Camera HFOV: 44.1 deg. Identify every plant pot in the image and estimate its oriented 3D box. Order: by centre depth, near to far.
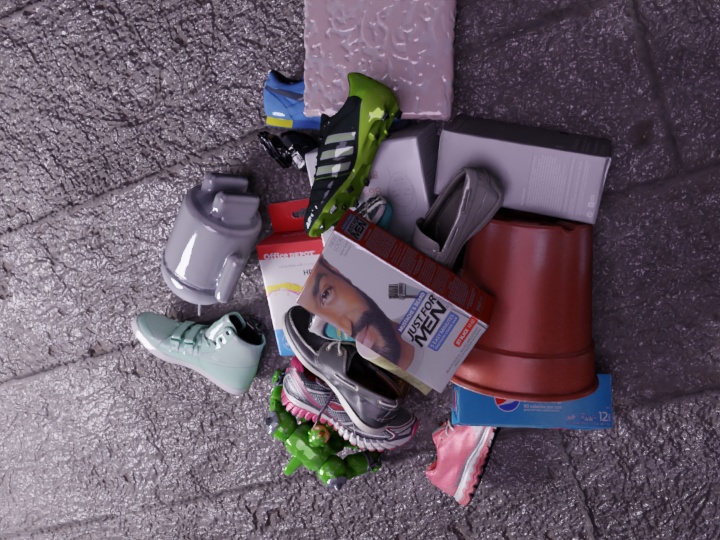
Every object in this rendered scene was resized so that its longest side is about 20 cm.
[{"bbox_3d":[0.199,0.030,1.078,0.196,0.201,0.200,6,103,16],"label":"plant pot"}]

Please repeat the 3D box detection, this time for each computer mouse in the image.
[{"bbox_3d":[-0.082,-0.154,1.098,0.034,0.200,0.059,-31,89,11],"label":"computer mouse"}]

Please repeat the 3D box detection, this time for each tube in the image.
[{"bbox_3d":[0.064,0.114,1.152,0.057,0.199,0.053,-8,67,32],"label":"tube"}]

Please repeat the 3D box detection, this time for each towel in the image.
[{"bbox_3d":[0.023,-0.284,1.072,0.187,0.032,0.205,2,93,13],"label":"towel"}]

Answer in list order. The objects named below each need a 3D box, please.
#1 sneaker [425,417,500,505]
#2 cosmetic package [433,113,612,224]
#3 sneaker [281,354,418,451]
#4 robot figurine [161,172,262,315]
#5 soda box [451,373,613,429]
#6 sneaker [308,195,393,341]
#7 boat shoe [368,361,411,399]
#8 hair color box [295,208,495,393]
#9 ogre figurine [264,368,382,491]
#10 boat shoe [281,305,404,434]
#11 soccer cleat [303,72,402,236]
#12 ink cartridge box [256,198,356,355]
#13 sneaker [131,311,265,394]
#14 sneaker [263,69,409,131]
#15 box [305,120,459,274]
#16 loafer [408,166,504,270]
[{"bbox_3d":[0.142,0.227,1.222,0.085,0.074,0.204,22,112,14],"label":"sneaker"},{"bbox_3d":[0.194,-0.124,1.064,0.196,0.107,0.092,14,113,11],"label":"cosmetic package"},{"bbox_3d":[-0.016,0.178,1.197,0.196,0.081,0.076,19,121,11],"label":"sneaker"},{"bbox_3d":[-0.206,-0.036,1.220,0.202,0.111,0.171,-61,43,31],"label":"robot figurine"},{"bbox_3d":[0.217,0.166,1.136,0.195,0.064,0.069,2,78,-2],"label":"soda box"},{"bbox_3d":[0.000,0.000,1.084,0.078,0.078,0.203,18,119,-9],"label":"sneaker"},{"bbox_3d":[0.039,0.122,1.222,0.071,0.068,0.204,17,113,12],"label":"boat shoe"},{"bbox_3d":[0.039,0.035,1.000,0.198,0.064,0.112,31,122,1],"label":"hair color box"},{"bbox_3d":[-0.061,0.236,1.266,0.097,0.120,0.202,-27,100,25],"label":"ogre figurine"},{"bbox_3d":[-0.022,0.114,1.148,0.200,0.071,0.068,47,132,15],"label":"boat shoe"},{"bbox_3d":[-0.023,-0.134,1.046,0.081,0.067,0.202,39,115,22],"label":"soccer cleat"},{"bbox_3d":[-0.070,0.008,1.219,0.114,0.067,0.204,-6,106,21],"label":"ink cartridge box"},{"bbox_3d":[-0.230,0.086,1.295,0.198,0.074,0.119,28,122,-3],"label":"sneaker"},{"bbox_3d":[-0.033,-0.218,1.130,0.196,0.066,0.080,8,107,16],"label":"sneaker"},{"bbox_3d":[0.032,-0.071,1.135,0.149,0.106,0.204,-6,106,20],"label":"box"},{"bbox_3d":[0.083,-0.036,1.026,0.069,0.070,0.202,19,114,-38],"label":"loafer"}]
